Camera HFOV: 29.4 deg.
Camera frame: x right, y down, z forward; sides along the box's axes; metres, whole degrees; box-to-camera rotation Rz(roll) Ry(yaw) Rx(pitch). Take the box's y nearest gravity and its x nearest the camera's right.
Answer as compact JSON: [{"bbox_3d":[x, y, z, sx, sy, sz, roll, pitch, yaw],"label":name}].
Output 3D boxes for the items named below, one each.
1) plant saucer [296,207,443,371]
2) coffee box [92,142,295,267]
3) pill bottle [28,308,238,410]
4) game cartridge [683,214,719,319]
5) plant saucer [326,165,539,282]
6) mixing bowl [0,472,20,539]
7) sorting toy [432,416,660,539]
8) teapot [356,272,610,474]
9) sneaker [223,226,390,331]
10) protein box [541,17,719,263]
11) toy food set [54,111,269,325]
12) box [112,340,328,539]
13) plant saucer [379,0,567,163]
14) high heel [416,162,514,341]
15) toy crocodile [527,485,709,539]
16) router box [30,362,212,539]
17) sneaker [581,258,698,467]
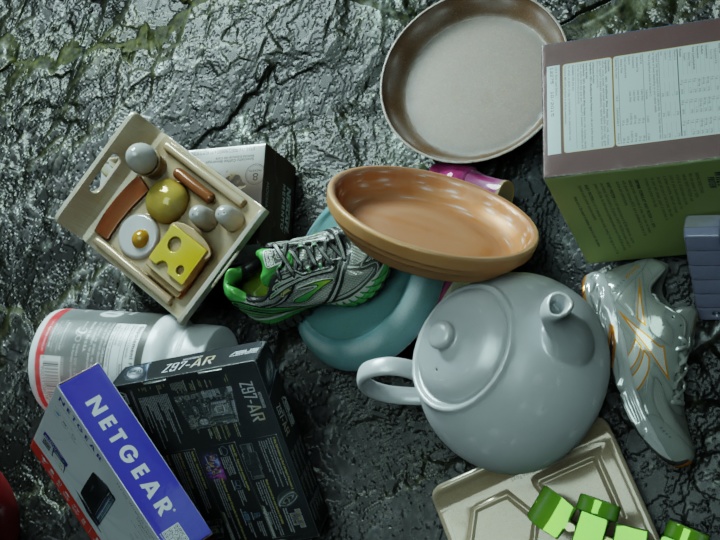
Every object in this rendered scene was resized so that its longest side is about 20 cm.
[{"bbox_3d":[0.000,0.000,1.373,0.199,0.027,0.201,-16,64,36],"label":"plant saucer"},{"bbox_3d":[-0.176,-0.064,1.464,0.199,0.080,0.114,-2,74,21],"label":"coffee box"},{"bbox_3d":[-0.232,0.100,1.424,0.199,0.114,0.115,2,77,21],"label":"pill bottle"},{"bbox_3d":[0.390,-0.002,1.203,0.199,0.130,0.039,-1,56,21],"label":"game cartridge"},{"bbox_3d":[0.064,-0.041,1.258,0.199,0.200,0.038,25,117,25],"label":"plant saucer"},{"bbox_3d":[-0.440,0.274,1.460,0.199,0.108,0.201,-6,73,19],"label":"mixing bowl"},{"bbox_3d":[0.183,0.261,1.268,0.184,0.036,0.201,-26,73,13],"label":"sorting toy"},{"bbox_3d":[0.114,0.082,1.237,0.201,0.146,0.197,-58,37,10],"label":"teapot"},{"bbox_3d":[-0.050,0.001,1.340,0.199,0.085,0.078,-28,57,30],"label":"sneaker"},{"bbox_3d":[0.281,-0.112,1.230,0.199,0.199,0.136,-6,67,20],"label":"protein box"},{"bbox_3d":[-0.204,-0.054,1.394,0.200,0.060,0.144,37,90,27],"label":"toy food set"},{"bbox_3d":[-0.137,0.177,1.341,0.159,0.044,0.201,-12,111,18],"label":"box"},{"bbox_3d":[0.118,-0.194,1.402,0.199,0.032,0.201,-8,65,17],"label":"plant saucer"},{"bbox_3d":[0.077,-0.011,1.366,0.096,0.067,0.201,18,89,38],"label":"high heel"},{"bbox_3d":[0.241,0.245,1.204,0.199,0.062,0.068,17,85,16],"label":"toy crocodile"},{"bbox_3d":[-0.240,0.212,1.345,0.049,0.180,0.200,-30,78,-31],"label":"router box"},{"bbox_3d":[0.275,0.078,1.253,0.092,0.076,0.201,-25,69,17],"label":"sneaker"}]
